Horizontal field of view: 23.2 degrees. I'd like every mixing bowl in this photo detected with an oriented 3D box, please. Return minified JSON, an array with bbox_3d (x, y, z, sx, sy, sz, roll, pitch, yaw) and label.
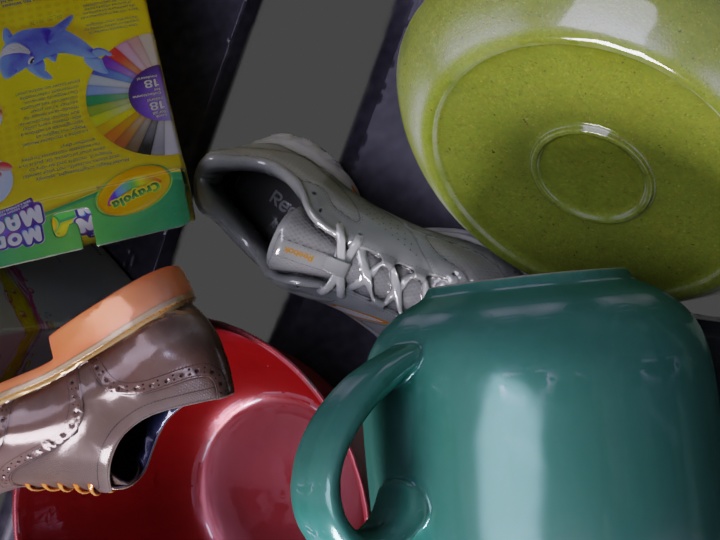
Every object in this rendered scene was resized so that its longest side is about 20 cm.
[{"bbox_3d":[-0.063,0.119,0.872,0.198,0.108,0.203,2,94,24],"label":"mixing bowl"}]

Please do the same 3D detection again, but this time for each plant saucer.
[{"bbox_3d":[0.103,-0.050,0.755,0.198,0.031,0.201,17,142,14],"label":"plant saucer"}]

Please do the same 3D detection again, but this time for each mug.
[{"bbox_3d":[0.070,0.060,0.726,0.151,0.185,0.116,-6,87,22],"label":"mug"}]

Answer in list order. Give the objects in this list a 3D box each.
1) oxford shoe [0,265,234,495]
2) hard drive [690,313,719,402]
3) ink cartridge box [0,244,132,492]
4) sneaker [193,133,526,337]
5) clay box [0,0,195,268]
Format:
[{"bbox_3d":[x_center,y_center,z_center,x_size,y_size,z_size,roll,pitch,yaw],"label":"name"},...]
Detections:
[{"bbox_3d":[-0.145,0.081,0.813,0.199,0.071,0.073,-36,83,22],"label":"oxford shoe"},{"bbox_3d":[0.182,0.096,0.795,0.198,0.033,0.141,9,97,25],"label":"hard drive"},{"bbox_3d":[-0.238,0.031,0.899,0.145,0.200,0.146,46,111,16],"label":"ink cartridge box"},{"bbox_3d":[0.000,0.000,0.843,0.199,0.092,0.076,29,104,20],"label":"sneaker"},{"bbox_3d":[-0.151,-0.081,0.866,0.114,0.048,0.201,-12,58,-5],"label":"clay box"}]
